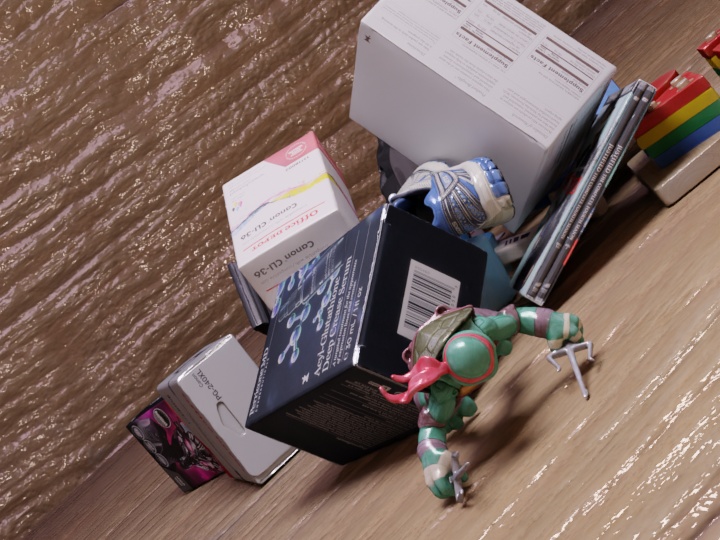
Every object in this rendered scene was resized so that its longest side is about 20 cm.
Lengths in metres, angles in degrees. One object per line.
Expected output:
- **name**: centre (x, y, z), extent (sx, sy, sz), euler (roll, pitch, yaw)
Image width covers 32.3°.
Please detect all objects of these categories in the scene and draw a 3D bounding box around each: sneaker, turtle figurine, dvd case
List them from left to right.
- **sneaker**: centre (0.055, -0.055, 1.103), extent (0.085, 0.078, 0.200), euler (-23, 1, -19)
- **turtle figurine**: centre (0.079, 0.068, 0.835), extent (0.150, 0.101, 0.200), euler (-41, 0, -2)
- **dvd case**: centre (0.189, -0.066, 1.078), extent (0.201, 0.022, 0.146), euler (-61, 0, 4)

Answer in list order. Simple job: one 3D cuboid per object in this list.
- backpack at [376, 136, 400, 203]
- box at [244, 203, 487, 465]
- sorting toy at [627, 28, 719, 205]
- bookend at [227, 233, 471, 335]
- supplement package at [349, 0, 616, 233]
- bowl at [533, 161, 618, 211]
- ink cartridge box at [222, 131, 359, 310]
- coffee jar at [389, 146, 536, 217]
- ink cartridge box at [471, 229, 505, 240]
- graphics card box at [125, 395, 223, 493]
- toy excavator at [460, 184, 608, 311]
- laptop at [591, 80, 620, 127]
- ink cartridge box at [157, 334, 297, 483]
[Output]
- **backpack**: centre (0.120, -0.135, 1.645), extent (0.126, 0.199, 0.168), euler (-29, 57, 51)
- **box**: centre (0.003, 0.060, 1.055), extent (0.200, 0.107, 0.149), euler (-36, 37, 53)
- **sorting toy**: centre (0.314, -0.160, 1.099), extent (0.199, 0.070, 0.200), euler (-41, 6, 11)
- **bookend**: centre (0.000, 0.000, 1.337), extent (0.198, 0.092, 0.200), euler (-41, -38, 18)
- **supplement package**: centre (0.103, -0.160, 1.125), extent (0.111, 0.200, 0.156), euler (-48, -13, -22)
- **bowl**: centre (0.168, -0.089, 1.294), extent (0.199, 0.040, 0.201), euler (-18, -7, -2)
- **ink cartridge box**: centre (-0.064, -0.041, 1.233), extent (0.116, 0.068, 0.200), euler (-31, 36, 8)
- **coffee jar**: centre (0.125, -0.114, 1.438), extent (0.199, 0.105, 0.085), euler (6, -40, -47)
- **ink cartridge box**: centre (0.085, -0.013, 1.560), extent (0.115, 0.068, 0.200), euler (-45, 6, -26)
- **graphics card box**: centre (-0.214, 0.207, 1.614), extent (0.051, 0.126, 0.200), euler (-45, 7, -39)
- **toy excavator**: centre (0.127, -0.007, 1.195), extent (0.199, 0.100, 0.194), euler (-20, 17, 36)
- **laptop**: centre (0.231, -0.191, 1.303), extent (0.186, 0.117, 0.200), euler (-12, -5, -22)
- **ink cartridge box**: centre (-0.148, 0.159, 1.413), extent (0.083, 0.146, 0.200), euler (-40, 4, -17)
